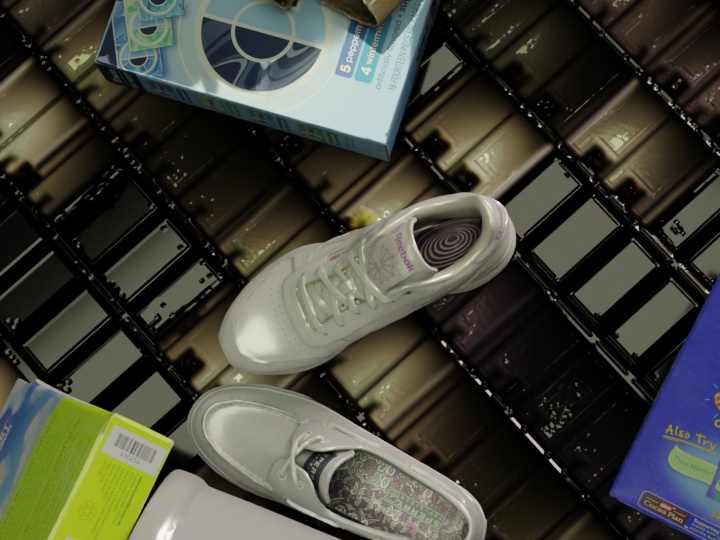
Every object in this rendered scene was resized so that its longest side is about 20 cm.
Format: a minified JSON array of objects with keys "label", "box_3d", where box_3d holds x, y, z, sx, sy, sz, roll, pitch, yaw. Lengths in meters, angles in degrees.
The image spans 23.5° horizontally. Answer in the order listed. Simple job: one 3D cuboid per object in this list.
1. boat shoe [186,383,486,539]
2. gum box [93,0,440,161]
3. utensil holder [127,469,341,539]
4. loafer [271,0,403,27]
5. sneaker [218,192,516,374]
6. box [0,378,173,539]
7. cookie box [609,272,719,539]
[{"label":"boat shoe","box_3d":[-0.018,0.125,1.061,0.200,0.069,0.072,30,83,9]},{"label":"gum box","box_3d":[-0.051,-0.181,1.135,0.200,0.045,0.170,17,80,8]},{"label":"utensil holder","box_3d":[-0.045,0.229,0.996,0.200,0.170,0.170,21,81,5]},{"label":"loafer","box_3d":[-0.056,-0.207,1.079,0.200,0.076,0.068,16,73,7]},{"label":"sneaker","box_3d":[0.000,0.000,1.069,0.200,0.100,0.075,-26,80,0]},{"label":"box","box_3d":[-0.186,0.134,1.029,0.048,0.200,0.122,29,81,-23]},{"label":"cookie box","box_3d":[0.263,0.077,0.993,0.171,0.075,0.200,26,123,9]}]
